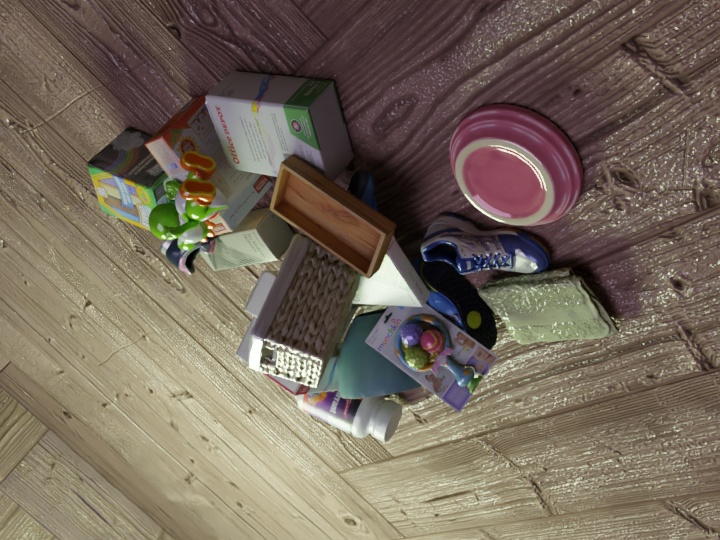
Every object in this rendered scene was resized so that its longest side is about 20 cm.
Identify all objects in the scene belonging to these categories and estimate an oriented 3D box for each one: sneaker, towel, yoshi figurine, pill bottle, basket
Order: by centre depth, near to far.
[{"bbox_3d":[0.188,-0.021,1.434,0.199,0.088,0.076,14,137,26],"label":"sneaker"},{"bbox_3d":[0.291,0.060,1.463,0.199,0.037,0.148,-8,133,47],"label":"towel"},{"bbox_3d":[-0.087,0.069,1.492,0.123,0.201,0.136,20,150,3],"label":"basket"},{"bbox_3d":[-0.294,-0.101,1.515,0.112,0.112,0.200,45,145,12],"label":"yoshi figurine"},{"bbox_3d":[0.008,-0.092,1.516,0.078,0.066,0.200,14,148,-4],"label":"sneaker"},{"bbox_3d":[0.153,0.056,1.575,0.200,0.066,0.078,48,154,-14],"label":"sneaker"},{"bbox_3d":[-0.281,-0.080,1.715,0.082,0.070,0.200,46,112,9],"label":"sneaker"},{"bbox_3d":[-0.019,0.274,1.914,0.199,0.112,0.112,22,142,19],"label":"pill bottle"}]

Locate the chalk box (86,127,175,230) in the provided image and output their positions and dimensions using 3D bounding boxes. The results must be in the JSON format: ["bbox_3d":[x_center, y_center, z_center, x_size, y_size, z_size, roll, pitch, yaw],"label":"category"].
[{"bbox_3d":[-0.379,-0.157,1.727,0.199,0.125,0.124,23,142,21],"label":"chalk box"}]

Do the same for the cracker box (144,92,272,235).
[{"bbox_3d":[-0.255,-0.179,1.588,0.057,0.134,0.200,-11,123,44],"label":"cracker box"}]

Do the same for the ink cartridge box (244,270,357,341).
[{"bbox_3d":[-0.105,0.067,1.690,0.146,0.083,0.200,29,-174,12],"label":"ink cartridge box"}]

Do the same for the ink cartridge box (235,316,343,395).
[{"bbox_3d":[-0.112,0.156,1.721,0.147,0.086,0.200,30,-173,24],"label":"ink cartridge box"}]

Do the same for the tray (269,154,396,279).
[{"bbox_3d":[-0.045,-0.083,1.430,0.200,0.037,0.099,35,136,14],"label":"tray"}]

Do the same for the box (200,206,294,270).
[{"bbox_3d":[-0.221,-0.058,1.751,0.199,0.068,0.082,-9,125,46],"label":"box"}]

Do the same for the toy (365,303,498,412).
[{"bbox_3d":[0.113,0.131,1.538,0.200,0.115,0.047,36,-172,10],"label":"toy"}]

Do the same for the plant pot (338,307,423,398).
[{"bbox_3d":[0.048,0.138,1.668,0.199,0.199,0.136,-10,93,45],"label":"plant pot"}]

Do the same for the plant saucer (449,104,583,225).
[{"bbox_3d":[0.211,-0.137,1.316,0.200,0.051,0.201,23,143,19],"label":"plant saucer"}]

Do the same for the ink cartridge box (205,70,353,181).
[{"bbox_3d":[-0.127,-0.226,1.471,0.199,0.084,0.145,12,138,29],"label":"ink cartridge box"}]

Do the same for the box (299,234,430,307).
[{"bbox_3d":[0.000,0.000,1.536,0.199,0.036,0.145,0,139,39],"label":"box"}]
